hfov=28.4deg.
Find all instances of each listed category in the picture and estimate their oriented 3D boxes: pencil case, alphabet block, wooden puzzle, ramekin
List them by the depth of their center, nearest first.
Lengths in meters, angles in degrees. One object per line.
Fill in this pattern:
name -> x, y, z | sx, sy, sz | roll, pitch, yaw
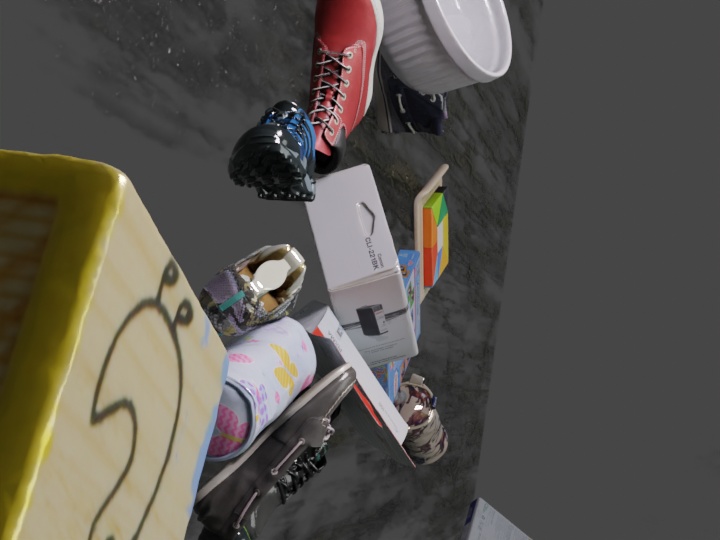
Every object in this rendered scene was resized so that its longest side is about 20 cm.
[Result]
alphabet block -> -0.191, 0.070, 0.656 | 0.200, 0.194, 0.197 | 70, 28, -63
pencil case -> -0.106, 0.103, 1.297 | 0.200, 0.090, 0.084 | -45, 115, -71
ramekin -> 0.091, -0.310, 1.724 | 0.200, 0.104, 0.202 | 35, 45, -45
pencil case -> 0.092, 0.240, 2.251 | 0.090, 0.077, 0.200 | -57, 159, -16
wooden puzzle -> 0.115, -0.053, 2.277 | 0.185, 0.037, 0.202 | -51, 147, -67

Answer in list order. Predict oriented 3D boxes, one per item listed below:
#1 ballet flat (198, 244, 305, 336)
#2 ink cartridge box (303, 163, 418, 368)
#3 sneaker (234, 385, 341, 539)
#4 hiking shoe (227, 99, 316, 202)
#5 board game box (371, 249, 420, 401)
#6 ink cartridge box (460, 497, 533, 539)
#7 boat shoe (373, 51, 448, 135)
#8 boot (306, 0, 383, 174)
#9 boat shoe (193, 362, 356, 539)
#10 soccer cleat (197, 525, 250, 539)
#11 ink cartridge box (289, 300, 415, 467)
ballet flat -> -0.085, 0.010, 1.333 | 0.200, 0.071, 0.073 | -40, 136, -70
ink cartridge box -> 0.000, 0.000, 1.584 | 0.201, 0.083, 0.145 | 77, -2, -59
sneaker -> -0.080, 0.194, 1.474 | 0.076, 0.078, 0.201 | 84, 20, -47
hiking shoe -> -0.082, -0.119, 1.328 | 0.200, 0.074, 0.088 | 69, 22, -84
board game box -> 0.050, 0.088, 2.071 | 0.201, 0.036, 0.152 | -66, 159, -53
ink cartridge box -> 0.315, 0.648, 3.252 | 0.043, 0.200, 0.197 | -43, -168, 34
boat shoe -> 0.064, -0.249, 1.807 | 0.201, 0.092, 0.075 | 77, 25, -56
boot -> -0.028, -0.205, 1.496 | 0.145, 0.072, 0.201 | -67, 164, -45
boat shoe -> -0.070, 0.168, 1.309 | 0.200, 0.057, 0.067 | -42, 180, 0
soccer cleat -> -0.142, 0.328, 1.318 | 0.081, 0.067, 0.202 | 7, 91, -66
ink cartridge box -> 0.000, 0.113, 1.478 | 0.161, 0.047, 0.200 | 57, -12, -11
